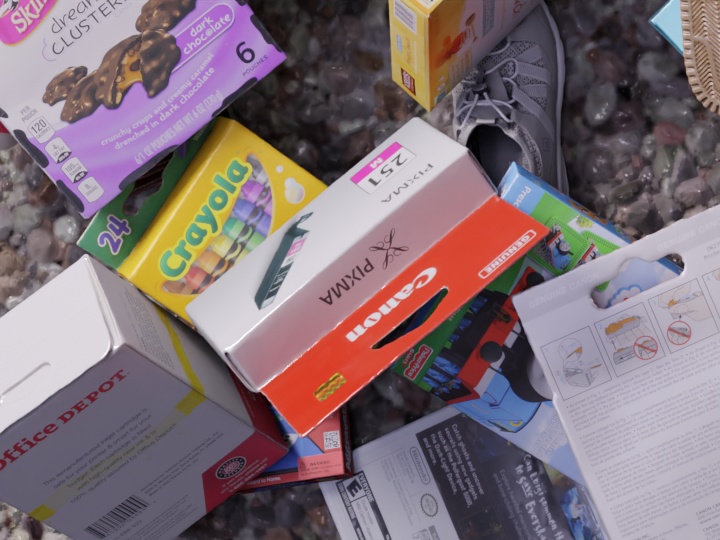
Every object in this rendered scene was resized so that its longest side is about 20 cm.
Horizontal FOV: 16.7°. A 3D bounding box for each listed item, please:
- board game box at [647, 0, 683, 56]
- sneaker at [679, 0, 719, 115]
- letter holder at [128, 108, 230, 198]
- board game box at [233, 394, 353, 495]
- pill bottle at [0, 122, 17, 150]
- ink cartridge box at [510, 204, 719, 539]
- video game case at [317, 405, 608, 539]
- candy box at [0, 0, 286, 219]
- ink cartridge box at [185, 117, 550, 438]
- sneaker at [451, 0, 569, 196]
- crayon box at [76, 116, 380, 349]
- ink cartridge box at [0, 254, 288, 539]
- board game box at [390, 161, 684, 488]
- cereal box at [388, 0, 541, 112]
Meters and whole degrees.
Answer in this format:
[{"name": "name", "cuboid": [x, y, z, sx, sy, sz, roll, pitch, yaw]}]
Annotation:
[{"name": "board game box", "cuboid": [0.304, -0.139, 1.537, 0.151, 0.047, 0.200, -46, 76, 16]}, {"name": "sneaker", "cuboid": [0.236, -0.203, 1.461, 0.070, 0.108, 0.201, 12, 120, 31]}, {"name": "letter holder", "cuboid": [-0.195, -0.152, 1.700, 0.141, 0.100, 0.201, -22, 83, 22]}, {"name": "board game box", "cuboid": [-0.102, 0.105, 1.701, 0.199, 0.019, 0.104, -11, 73, 21]}, {"name": "pill bottle", "cuboid": [-0.237, -0.189, 1.603, 0.110, 0.111, 0.201, 31, 105, 17]}, {"name": "ink cartridge box", "cuboid": [0.203, 0.075, 1.542, 0.160, 0.050, 0.201, -24, 92, 4]}, {"name": "video game case", "cuboid": [0.084, 0.189, 1.642, 0.181, 0.023, 0.201, -26, 81, 20]}, {"name": "candy box", "cuboid": [-0.173, -0.163, 1.533, 0.167, 0.072, 0.200, -39, 120, 0]}, {"name": "ink cartridge box", "cuboid": [0.000, 0.000, 1.512, 0.200, 0.174, 0.044, -40, 114, -5]}, {"name": "sneaker", "cuboid": [0.094, -0.110, 1.598, 0.074, 0.082, 0.202, -14, 86, 20]}, {"name": "crayon box", "cuboid": [-0.069, -0.011, 1.614, 0.199, 0.052, 0.126, 34, 87, -15]}, {"name": "ink cartridge box", "cuboid": [-0.165, 0.095, 1.601, 0.145, 0.200, 0.084, -36, 52, 12]}, {"name": "board game box", "cuboid": [0.141, 0.048, 1.566, 0.199, 0.037, 0.152, 31, 102, -10]}, {"name": "cereal box", "cuboid": [0.098, -0.203, 1.524, 0.039, 0.144, 0.200, 42, 77, 16]}]
